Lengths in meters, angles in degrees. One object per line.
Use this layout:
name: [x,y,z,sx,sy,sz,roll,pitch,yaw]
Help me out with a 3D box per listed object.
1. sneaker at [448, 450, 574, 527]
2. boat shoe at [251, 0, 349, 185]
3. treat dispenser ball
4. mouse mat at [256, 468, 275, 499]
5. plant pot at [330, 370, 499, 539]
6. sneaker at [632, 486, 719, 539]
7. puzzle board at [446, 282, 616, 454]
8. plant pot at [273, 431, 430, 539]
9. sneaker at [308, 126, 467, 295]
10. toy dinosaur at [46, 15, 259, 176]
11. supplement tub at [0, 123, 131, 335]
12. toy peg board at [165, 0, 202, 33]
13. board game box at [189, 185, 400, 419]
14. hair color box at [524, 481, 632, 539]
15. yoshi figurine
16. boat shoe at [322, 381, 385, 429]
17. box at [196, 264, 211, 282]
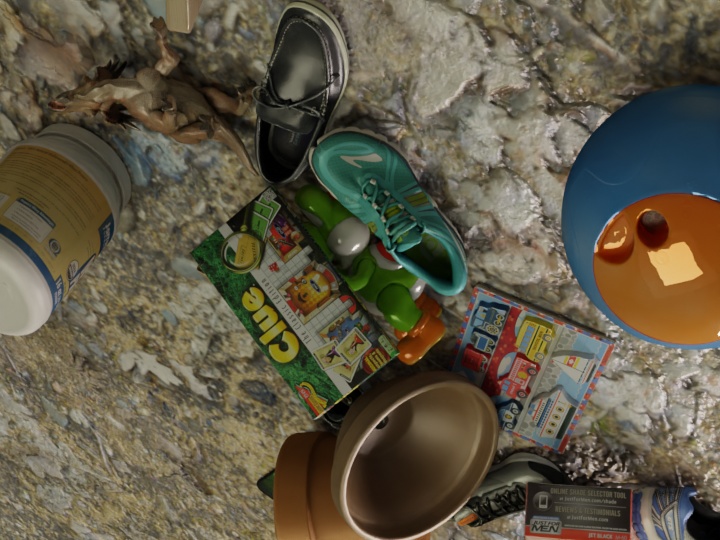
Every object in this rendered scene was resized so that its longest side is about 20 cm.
sneaker: [0.154,0.258,1.383,0.199,0.080,0.074,-13,122,37]
boat shoe: [-0.058,-0.156,1.110,0.074,0.062,0.201,26,138,8]
treat dispenser ball: [0.254,-0.040,0.931,0.199,0.201,0.202,16,137,16]
mouse mat: [-0.029,0.317,1.606,0.200,0.008,0.161,40,138,-9]
plant pot: [0.043,0.183,1.302,0.093,0.200,0.202,41,155,47]
sneaker: [0.374,0.306,1.304,0.085,0.077,0.200,-27,115,40]
puzzle board: [0.167,0.110,1.274,0.150,0.017,0.201,23,139,9]
plant pot: [-0.002,0.283,1.429,0.139,0.201,0.201,-10,127,18]
sneaker: [0.035,-0.055,1.129,0.077,0.080,0.200,-42,111,14]
toy dinosaur: [-0.186,-0.156,1.177,0.199,0.086,0.135,30,153,-24]
supplement tub: [-0.344,-0.047,1.281,0.144,0.201,0.145,17,138,16]
toy peg board: [-0.073,-0.306,0.881,0.097,0.200,0.201,8,137,1]
board game box: [-0.063,0.030,1.152,0.105,0.023,0.200,-39,85,10]
hair color box: [0.234,0.294,1.323,0.110,0.064,0.200,2,150,10]
yoshi figurine: [-0.011,0.008,1.214,0.200,0.112,0.112,48,143,-14]
boat shoe: [-0.021,0.146,1.352,0.068,0.057,0.200,10,155,25]
box: [-0.077,0.042,1.265,0.162,0.021,0.200,25,173,8]
